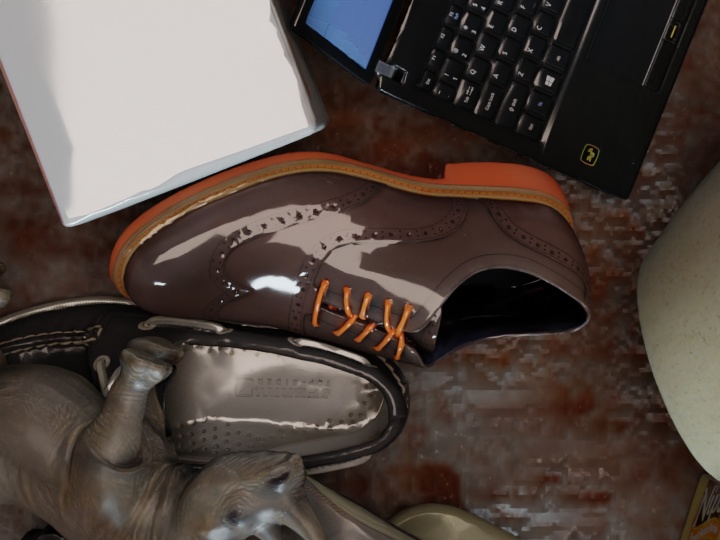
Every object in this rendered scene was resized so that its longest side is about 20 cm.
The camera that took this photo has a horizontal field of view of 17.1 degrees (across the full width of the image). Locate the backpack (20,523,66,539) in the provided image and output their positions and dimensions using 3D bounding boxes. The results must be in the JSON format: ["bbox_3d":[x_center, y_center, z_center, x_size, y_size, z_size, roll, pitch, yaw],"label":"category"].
[{"bbox_3d":[-0.055,0.200,0.959,0.198,0.163,0.155,12,100,-12],"label":"backpack"}]

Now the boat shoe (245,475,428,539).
[{"bbox_3d":[0.028,0.140,0.950,0.199,0.073,0.075,36,98,14],"label":"boat shoe"}]

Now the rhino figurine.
[{"bbox_3d":[-0.096,0.069,0.926,0.199,0.060,0.088,25,100,18],"label":"rhino figurine"}]

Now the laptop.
[{"bbox_3d":[0.075,-0.139,0.935,0.199,0.103,0.178,23,90,-22],"label":"laptop"}]

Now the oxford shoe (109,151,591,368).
[{"bbox_3d":[0.000,0.000,0.962,0.198,0.073,0.072,-6,136,-15],"label":"oxford shoe"}]

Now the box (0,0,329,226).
[{"bbox_3d":[-0.079,-0.094,0.909,0.097,0.200,0.125,-21,93,1],"label":"box"}]

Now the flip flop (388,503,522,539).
[{"bbox_3d":[0.092,0.153,0.984,0.199,0.058,0.081,27,72,13],"label":"flip flop"}]

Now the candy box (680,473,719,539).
[{"bbox_3d":[0.238,0.144,0.992,0.199,0.115,0.056,19,91,-5],"label":"candy box"}]

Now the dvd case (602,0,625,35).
[{"bbox_3d":[0.086,-0.209,1.013,0.142,0.018,0.201,30,89,-5],"label":"dvd case"}]

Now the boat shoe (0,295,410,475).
[{"bbox_3d":[-0.078,0.054,0.988,0.198,0.060,0.075,5,97,-4],"label":"boat shoe"}]

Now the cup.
[{"bbox_3d":[0.196,0.017,0.961,0.142,0.200,0.202,-22,95,24],"label":"cup"}]
